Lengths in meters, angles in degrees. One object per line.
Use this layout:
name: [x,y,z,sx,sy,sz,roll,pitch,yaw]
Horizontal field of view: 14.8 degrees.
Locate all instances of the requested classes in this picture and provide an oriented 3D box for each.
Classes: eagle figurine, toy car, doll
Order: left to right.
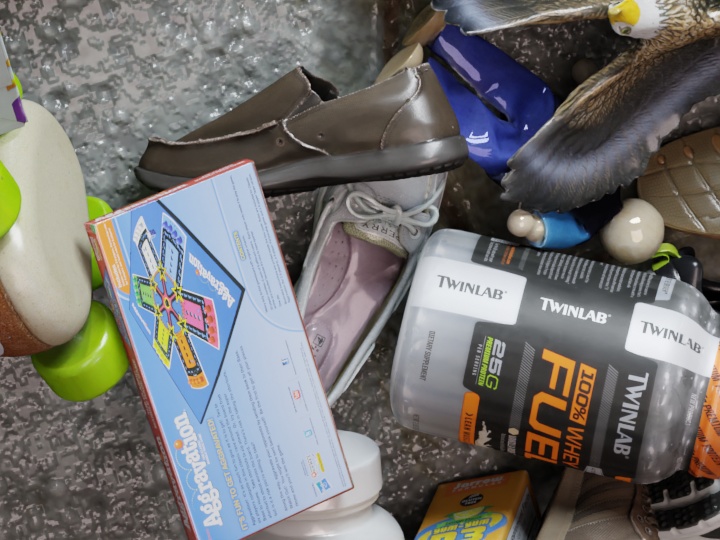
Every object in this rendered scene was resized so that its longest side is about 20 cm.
toy car: [-0.251,-0.003,1.552,0.199,0.158,0.165,-19,135,14]
doll: [0.106,-0.077,1.642,0.200,0.048,0.137,40,54,-13]
eagle figurine: [0.157,-0.138,1.567,0.199,0.153,0.151,-20,141,31]

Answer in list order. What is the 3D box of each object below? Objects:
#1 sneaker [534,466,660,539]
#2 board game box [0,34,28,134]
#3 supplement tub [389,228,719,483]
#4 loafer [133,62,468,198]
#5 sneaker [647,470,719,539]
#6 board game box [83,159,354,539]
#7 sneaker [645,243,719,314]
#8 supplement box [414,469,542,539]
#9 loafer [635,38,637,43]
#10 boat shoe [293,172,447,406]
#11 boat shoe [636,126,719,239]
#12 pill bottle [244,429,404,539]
sneaker: [0.146,0.158,1.661,0.075,0.200,0.071,23,129,5]
board game box: [-0.261,-0.164,1.461,0.104,0.201,0.103,-20,150,-8]
supplement tub: [0.125,0.054,1.627,0.199,0.123,0.123,12,103,8]
loafer: [-0.035,-0.081,1.596,0.198,0.073,0.072,-6,89,15]
sneaker: [0.194,0.166,1.717,0.199,0.074,0.080,-32,124,29]
board game box: [-0.078,0.049,1.558,0.102,0.019,0.201,-23,104,-24]
sneaker: [0.246,0.055,1.710,0.199,0.072,0.083,34,109,-19]
supplement box: [0.061,0.195,1.641,0.066,0.200,0.069,-12,109,19]
loafer: [0.197,-0.149,1.651,0.200,0.076,0.067,43,102,-4]
boat shoe: [-0.002,0.000,1.647,0.074,0.065,0.203,27,96,-19]
boat shoe: [0.269,-0.051,1.693,0.198,0.068,0.073,-7,72,5]
pill bottle: [-0.027,0.204,1.670,0.112,0.113,0.202,-5,105,-12]
